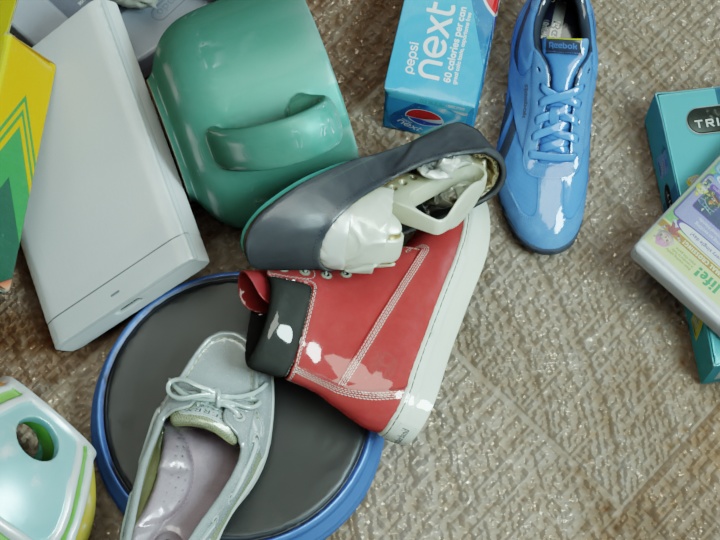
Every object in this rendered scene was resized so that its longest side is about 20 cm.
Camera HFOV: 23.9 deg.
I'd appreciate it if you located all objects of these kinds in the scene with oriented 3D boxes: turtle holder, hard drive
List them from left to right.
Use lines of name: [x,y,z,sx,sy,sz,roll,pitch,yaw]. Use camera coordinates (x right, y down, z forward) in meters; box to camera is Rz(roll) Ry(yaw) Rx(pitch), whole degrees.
turtle holder: [-0.219,0.152,1.054,0.185,0.141,0.132,35,72,12]
hard drive: [-0.187,-0.065,1.157,0.131,0.027,0.201,-31,69,27]

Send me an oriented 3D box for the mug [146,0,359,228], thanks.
mug: [-0.076,-0.110,1.127,0.113,0.185,0.153,-20,76,-5]

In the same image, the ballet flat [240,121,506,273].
ballet flat: [0.018,-0.041,1.078,0.199,0.073,0.073,-26,71,-35]

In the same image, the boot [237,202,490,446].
boot: [0.000,0.000,1.119,0.143,0.073,0.201,27,54,-7]

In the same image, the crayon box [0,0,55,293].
crayon box: [-0.279,-0.081,1.153,0.126,0.051,0.202,-5,67,33]

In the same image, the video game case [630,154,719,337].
video game case: [0.312,-0.008,1.134,0.200,0.022,0.182,43,75,12]

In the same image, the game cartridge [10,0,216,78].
game cartridge: [-0.163,-0.220,1.244,0.133,0.042,0.200,43,75,9]

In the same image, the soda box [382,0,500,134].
soda box: [0.068,-0.199,1.226,0.067,0.064,0.202,12,71,3]

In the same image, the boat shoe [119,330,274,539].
boat shoe: [-0.104,0.122,1.059,0.074,0.065,0.203,19,62,6]

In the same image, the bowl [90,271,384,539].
bowl: [-0.082,0.095,1.130,0.198,0.039,0.203,0,70,-1]

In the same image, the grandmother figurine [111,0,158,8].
grandmother figurine: [-0.095,-0.240,1.192,0.199,0.061,0.122,-25,107,3]

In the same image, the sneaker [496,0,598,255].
sneaker: [0.132,-0.114,1.190,0.065,0.079,0.202,6,72,-1]

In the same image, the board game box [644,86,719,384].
board game box: [0.292,-0.032,1.178,0.149,0.047,0.202,-7,70,-4]
